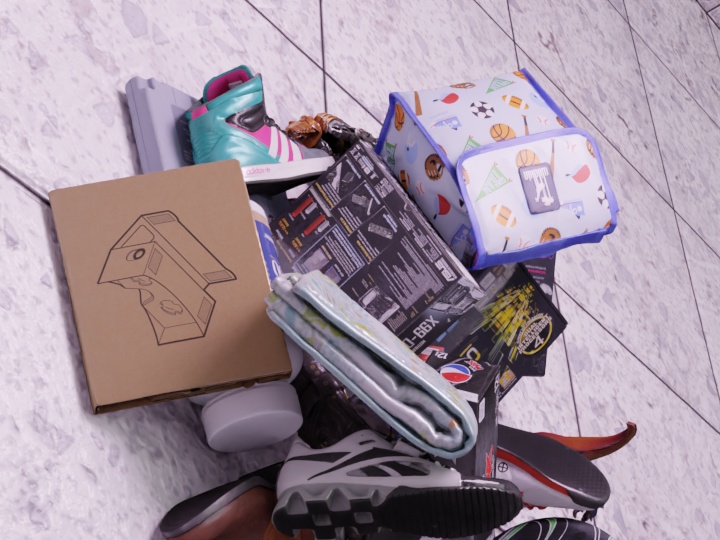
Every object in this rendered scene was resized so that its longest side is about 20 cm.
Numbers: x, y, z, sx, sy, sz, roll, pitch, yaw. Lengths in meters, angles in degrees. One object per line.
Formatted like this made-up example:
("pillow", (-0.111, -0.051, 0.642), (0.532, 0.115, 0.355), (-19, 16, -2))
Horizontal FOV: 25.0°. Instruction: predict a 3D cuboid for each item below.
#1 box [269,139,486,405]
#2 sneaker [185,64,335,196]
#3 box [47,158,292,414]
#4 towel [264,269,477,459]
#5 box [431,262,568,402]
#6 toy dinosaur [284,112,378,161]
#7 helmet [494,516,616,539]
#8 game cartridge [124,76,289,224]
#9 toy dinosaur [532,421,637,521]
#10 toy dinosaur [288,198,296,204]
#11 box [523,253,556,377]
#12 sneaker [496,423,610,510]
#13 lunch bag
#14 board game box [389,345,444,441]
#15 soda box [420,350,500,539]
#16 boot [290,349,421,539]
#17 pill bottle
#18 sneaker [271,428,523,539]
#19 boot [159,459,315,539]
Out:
("box", (0.000, 0.000, 1.517), (0.050, 0.158, 0.200), (35, 15, -53))
("sneaker", (-0.100, -0.135, 1.555), (0.200, 0.083, 0.121), (-10, 83, -61))
("box", (-0.157, 0.010, 1.326), (0.021, 0.163, 0.201), (106, -29, -62))
("towel", (0.015, 0.073, 1.313), (0.200, 0.048, 0.171), (41, 5, 5))
("box", (0.101, 0.078, 1.628), (0.049, 0.200, 0.161), (39, -7, 46))
("toy dinosaur", (-0.029, -0.123, 1.756), (0.136, 0.102, 0.200), (43, 33, 24))
("helmet", (0.184, 0.331, 1.568), (0.190, 0.200, 0.201), (-26, 87, -47))
("game cartridge", (-0.143, -0.098, 1.566), (0.200, 0.040, 0.134), (23, 41, -51))
("toy dinosaur", (0.170, 0.189, 1.673), (0.181, 0.201, 0.105), (37, 10, 25))
("toy dinosaur", (0.024, 0.021, 1.679), (0.201, 0.105, 0.182), (63, 4, 29))
("box", (0.143, 0.013, 1.797), (0.122, 0.106, 0.201), (8, 87, -58))
("sneaker", (0.138, 0.212, 1.596), (0.200, 0.108, 0.067), (21, 31, 7))
("lunch bag", (0.132, -0.092, 1.565), (0.169, 0.124, 0.200), (-13, 51, -26))
("board game box", (0.048, 0.180, 1.517), (0.103, 0.019, 0.201), (-37, 134, -63))
("soda box", (0.083, 0.176, 1.473), (0.063, 0.070, 0.201), (-51, 146, -53))
("boot", (-0.018, 0.167, 1.456), (0.069, 0.201, 0.174), (-24, 51, -29))
("pill bottle", (-0.111, 0.047, 1.389), (0.111, 0.111, 0.201), (21, 47, -53))
("sneaker", (0.031, 0.163, 1.305), (0.074, 0.199, 0.089), (87, 5, -48))
("boot", (-0.075, 0.267, 1.320), (0.188, 0.068, 0.201), (-8, 79, -70))
